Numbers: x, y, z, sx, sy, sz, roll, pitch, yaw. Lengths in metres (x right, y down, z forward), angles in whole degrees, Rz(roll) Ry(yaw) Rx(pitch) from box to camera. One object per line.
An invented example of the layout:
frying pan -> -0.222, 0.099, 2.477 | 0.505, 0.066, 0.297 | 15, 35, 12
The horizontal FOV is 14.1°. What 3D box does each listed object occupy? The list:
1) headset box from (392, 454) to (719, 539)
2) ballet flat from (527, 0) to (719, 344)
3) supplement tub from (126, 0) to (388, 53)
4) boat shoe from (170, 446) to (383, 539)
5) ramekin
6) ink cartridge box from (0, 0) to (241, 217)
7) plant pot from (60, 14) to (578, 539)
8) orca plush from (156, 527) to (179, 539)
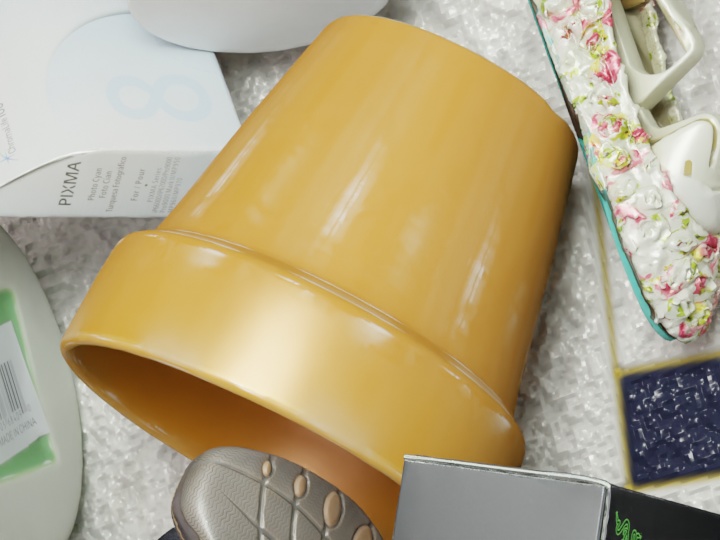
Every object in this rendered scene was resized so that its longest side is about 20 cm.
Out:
headset box -> 0.080, 0.171, 1.153 | 0.092, 0.200, 0.175 | 6, 82, 29
ballet flat -> 0.122, -0.070, 1.242 | 0.064, 0.076, 0.201 | -25, 78, 26
supplement tub -> -0.053, -0.216, 1.321 | 0.145, 0.145, 0.201 | -16, 66, 24
boat shoe -> -0.015, 0.154, 1.226 | 0.073, 0.200, 0.075 | -19, 31, 48
ramekin -> -0.207, 0.063, 1.334 | 0.097, 0.200, 0.201 | -14, 74, 17
ink cartridge box -> -0.164, -0.093, 1.321 | 0.161, 0.199, 0.047 | -111, 31, -42
plant pot -> 0.000, 0.000, 1.248 | 0.199, 0.200, 0.184 | 19, 73, 29
orca plush -> -0.081, 0.196, 1.287 | 0.104, 0.071, 0.200 | -5, 35, -9
